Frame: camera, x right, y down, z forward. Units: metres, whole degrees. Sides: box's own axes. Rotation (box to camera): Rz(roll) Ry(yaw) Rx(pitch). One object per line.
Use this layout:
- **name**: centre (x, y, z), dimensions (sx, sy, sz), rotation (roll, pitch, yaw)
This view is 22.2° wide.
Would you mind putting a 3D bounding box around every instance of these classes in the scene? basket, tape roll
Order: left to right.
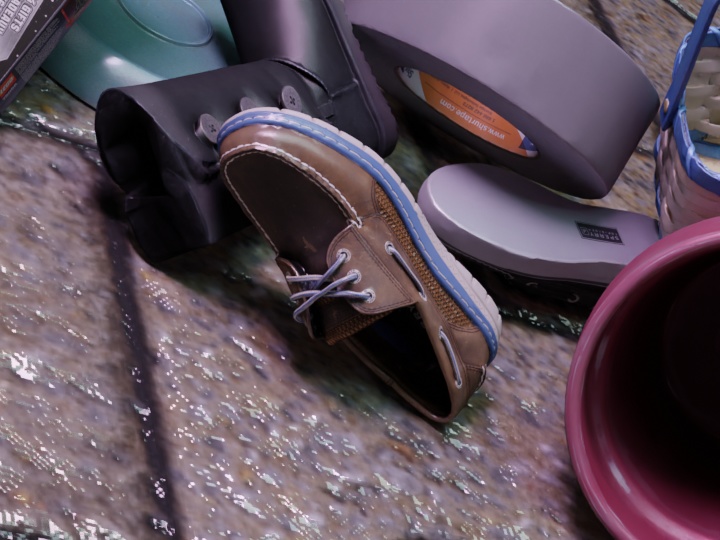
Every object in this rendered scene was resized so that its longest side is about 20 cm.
- **tape roll**: centre (0.081, -0.123, 1.122), dimensions (0.200, 0.066, 0.200), rotation (32, -6, 3)
- **basket**: centre (0.258, -0.091, 1.078), dimensions (0.175, 0.200, 0.140), rotation (11, 56, -10)

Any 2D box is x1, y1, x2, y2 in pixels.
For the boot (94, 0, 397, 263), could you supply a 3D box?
- **boot**: centre (-0.079, -0.104, 1.008), dimensions (0.200, 0.066, 0.165), rotation (-30, 84, -50)

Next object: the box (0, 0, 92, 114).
- **box**: centre (-0.184, -0.203, 0.972), dimensions (0.137, 0.200, 0.040), rotation (37, -6, 6)

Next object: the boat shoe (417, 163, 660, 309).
- **boat shoe**: centre (0.112, -0.010, 1.106), dimensions (0.199, 0.057, 0.069), rotation (13, 46, -31)

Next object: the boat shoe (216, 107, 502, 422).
- **boat shoe**: centre (0.000, 0.000, 0.933), dimensions (0.200, 0.072, 0.073), rotation (42, 43, -24)

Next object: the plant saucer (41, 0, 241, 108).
- **plant saucer**: centre (-0.122, -0.147, 1.102), dimensions (0.199, 0.027, 0.201), rotation (25, 32, -17)

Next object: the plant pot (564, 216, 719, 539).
- **plant pot**: centre (0.219, 0.059, 0.999), dimensions (0.200, 0.200, 0.179), rotation (36, 16, 4)
